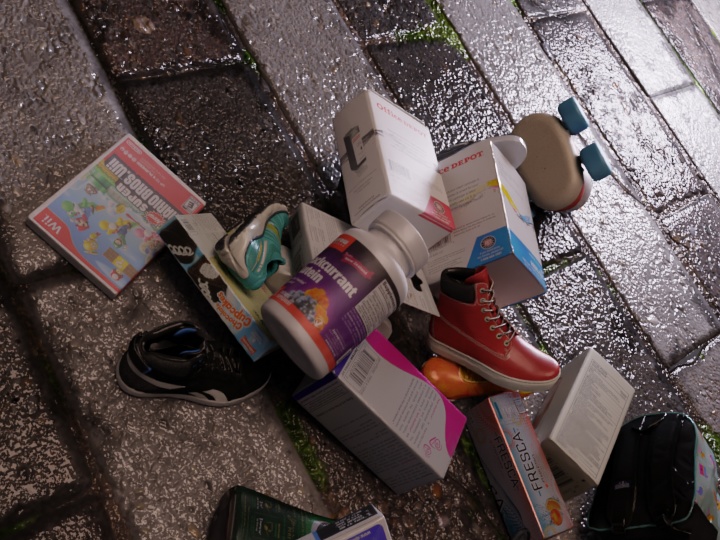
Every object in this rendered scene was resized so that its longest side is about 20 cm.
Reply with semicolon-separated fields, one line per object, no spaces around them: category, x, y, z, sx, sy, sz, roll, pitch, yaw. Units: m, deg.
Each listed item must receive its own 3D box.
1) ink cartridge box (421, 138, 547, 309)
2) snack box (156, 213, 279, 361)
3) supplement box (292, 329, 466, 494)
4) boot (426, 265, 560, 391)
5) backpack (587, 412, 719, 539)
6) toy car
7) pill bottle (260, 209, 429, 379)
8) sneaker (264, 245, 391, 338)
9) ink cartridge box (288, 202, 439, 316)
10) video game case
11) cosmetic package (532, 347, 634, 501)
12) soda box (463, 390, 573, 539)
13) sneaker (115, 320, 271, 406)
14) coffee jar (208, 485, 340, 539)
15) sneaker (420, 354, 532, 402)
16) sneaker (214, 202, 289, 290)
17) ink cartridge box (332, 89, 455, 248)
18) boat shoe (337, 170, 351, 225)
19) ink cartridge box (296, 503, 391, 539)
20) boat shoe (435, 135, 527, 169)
ink cartridge box;0.177;-0.058;1.306;0.144;0.145;0.204;36;41;-49
snack box;-0.164;0.017;1.098;0.201;0.037;0.116;52;13;5
supplement box;0.027;0.175;1.105;0.200;0.103;0.102;44;47;-11
boot;0.192;0.074;1.187;0.196;0.147;0.073;22;36;15
backpack;0.437;0.317;1.261;0.153;0.174;0.203;41;45;-27
toy car;0.351;-0.175;1.542;0.199;0.182;0.180;19;46;-60
pill bottle;-0.014;0.022;1.028;0.199;0.111;0.112;-42;88;-17
sneaker;-0.038;0.026;1.197;0.197;0.076;0.089;30;38;-13
ink cartridge box;0.000;0.000;1.178;0.197;0.057;0.164;27;25;-25
video game case;-0.307;-0.075;1.110;0.142;0.017;0.201;41;48;-6
cosmetic package;0.324;0.229;1.294;0.103;0.087;0.200;43;49;-1
soda box;0.218;0.276;1.206;0.062;0.068;0.204;-5;65;-35
sneaker;-0.178;0.108;1.018;0.196;0.112;0.075;2;61;-32
coffee jar;-0.071;0.321;0.974;0.196;0.086;0.106;22;41;-20
sneaker;0.175;0.148;1.253;0.196;0.077;0.075;5;61;-29
sneaker;-0.133;-0.031;1.126;0.081;0.076;0.200;58;19;-12
ink cartridge box;0.046;-0.142;1.249;0.144;0.084;0.204;24;45;-40
boat shoe;-0.006;-0.131;1.312;0.073;0.064;0.203;28;40;-38
ink cartridge box;-0.039;0.379;0.915;0.194;0.043;0.204;-21;104;-13
boat shoe;0.173;-0.178;1.385;0.072;0.197;0.069;47;36;-33
